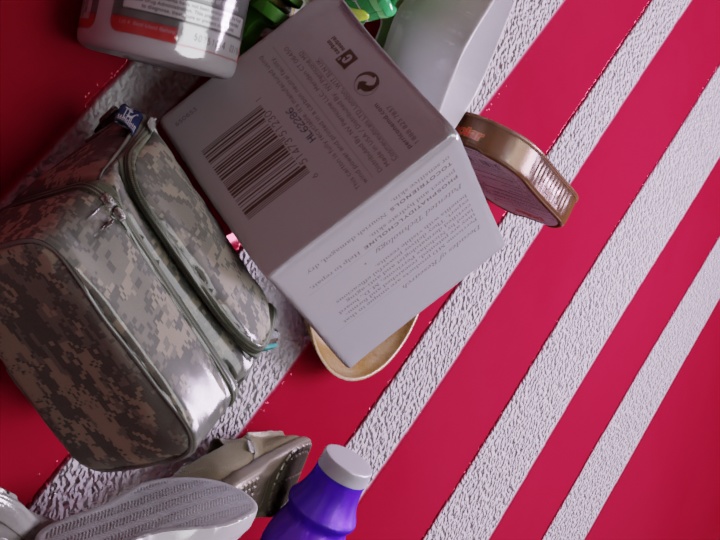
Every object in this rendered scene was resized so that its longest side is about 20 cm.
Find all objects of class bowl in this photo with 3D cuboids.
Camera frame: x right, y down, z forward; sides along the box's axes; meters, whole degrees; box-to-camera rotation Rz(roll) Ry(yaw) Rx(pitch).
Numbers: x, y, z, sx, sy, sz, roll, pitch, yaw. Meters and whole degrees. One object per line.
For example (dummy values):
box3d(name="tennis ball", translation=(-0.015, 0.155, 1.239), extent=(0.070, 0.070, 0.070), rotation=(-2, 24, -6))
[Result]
box3d(name="bowl", translation=(0.071, -0.194, 1.246), extent=(0.200, 0.074, 0.201), rotation=(-56, 169, -42))

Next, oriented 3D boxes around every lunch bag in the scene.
box3d(name="lunch bag", translation=(-0.156, 0.010, 0.960), extent=(0.201, 0.138, 0.168), rotation=(57, 42, -19))

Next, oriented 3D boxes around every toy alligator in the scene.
box3d(name="toy alligator", translation=(-0.052, -0.246, 1.041), extent=(0.059, 0.054, 0.203), rotation=(27, 79, -54))

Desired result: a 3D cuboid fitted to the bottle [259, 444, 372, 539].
box3d(name="bottle", translation=(-0.055, 0.246, 1.214), extent=(0.202, 0.065, 0.083), rotation=(-61, 159, 13))

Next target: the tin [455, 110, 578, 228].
box3d(name="tin", translation=(0.148, -0.099, 1.422), extent=(0.042, 0.111, 0.200), rotation=(-60, 144, -5))

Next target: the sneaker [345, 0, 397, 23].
box3d(name="sneaker", translation=(0.040, -0.276, 1.135), extent=(0.074, 0.083, 0.202), rotation=(49, 60, -49))

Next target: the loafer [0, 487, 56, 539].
box3d(name="loafer", translation=(-0.259, 0.187, 0.963), extent=(0.200, 0.069, 0.071), rotation=(50, 53, -52))

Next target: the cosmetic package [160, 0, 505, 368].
box3d(name="cosmetic package", translation=(-0.016, -0.065, 1.064), extent=(0.166, 0.168, 0.200), rotation=(-37, 153, -1))

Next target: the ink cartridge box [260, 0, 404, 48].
box3d(name="ink cartridge box", translation=(-0.040, -0.240, 1.145), extent=(0.146, 0.047, 0.201), rotation=(-58, 143, -24))

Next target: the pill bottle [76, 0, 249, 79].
box3d(name="pill bottle", translation=(-0.121, -0.242, 0.965), extent=(0.113, 0.113, 0.203), rotation=(6, 97, -56))

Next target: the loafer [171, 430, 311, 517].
box3d(name="loafer", translation=(-0.101, 0.171, 1.196), extent=(0.077, 0.068, 0.200), rotation=(-68, 164, 9))

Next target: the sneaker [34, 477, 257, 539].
box3d(name="sneaker", translation=(-0.164, 0.227, 1.031), extent=(0.199, 0.073, 0.117), rotation=(-9, 120, -48))

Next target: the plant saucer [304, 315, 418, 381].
box3d(name="plant saucer", translation=(0.000, 0.000, 1.305), extent=(0.199, 0.035, 0.203), rotation=(-27, 124, -50))

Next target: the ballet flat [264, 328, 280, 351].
box3d(name="ballet flat", translation=(-0.135, 0.050, 1.103), extent=(0.199, 0.071, 0.073), rotation=(-18, 117, -53))
